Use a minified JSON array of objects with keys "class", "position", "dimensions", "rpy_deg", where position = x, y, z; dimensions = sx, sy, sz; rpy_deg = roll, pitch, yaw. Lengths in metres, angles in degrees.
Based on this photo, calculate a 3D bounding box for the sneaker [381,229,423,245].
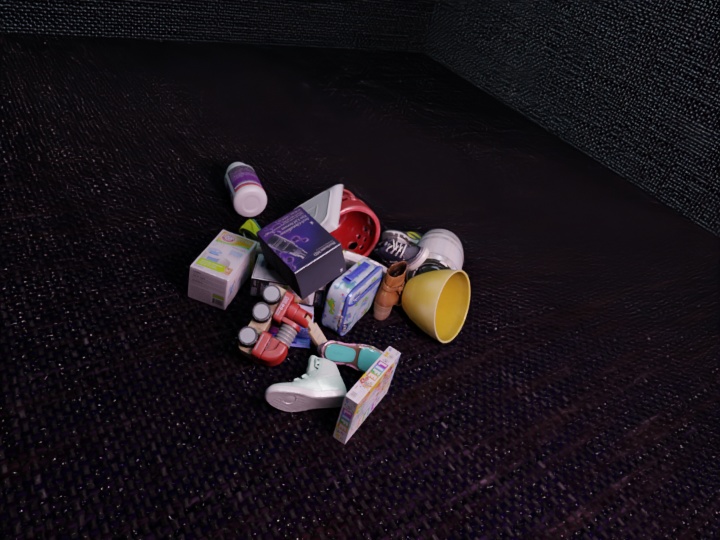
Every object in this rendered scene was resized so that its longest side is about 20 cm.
[{"class":"sneaker","position":[0.158,-0.095,1.921],"dimensions":[0.197,0.075,0.085],"rpy_deg":[17,28,-15]}]

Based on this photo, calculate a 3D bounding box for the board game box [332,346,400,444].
[{"class":"board game box","position":[0.016,0.277,1.295],"dimensions":[0.034,0.136,0.200],"rpy_deg":[28,37,18]}]

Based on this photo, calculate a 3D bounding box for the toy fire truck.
[{"class":"toy fire truck","position":[-0.174,0.160,1.391],"dimensions":[0.198,0.129,0.178],"rpy_deg":[26,66,3]}]

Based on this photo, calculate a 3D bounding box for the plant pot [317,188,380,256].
[{"class":"plant pot","position":[-0.063,-0.146,1.780],"dimensions":[0.197,0.203,0.183],"rpy_deg":[-5,35,-27]}]

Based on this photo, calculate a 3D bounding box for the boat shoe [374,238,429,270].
[{"class":"boat shoe","position":[0.113,-0.052,1.666],"dimensions":[0.092,0.199,0.075],"rpy_deg":[39,67,-17]}]

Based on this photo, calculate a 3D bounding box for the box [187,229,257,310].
[{"class":"box","position":[-0.368,-0.006,1.548],"dimensions":[0.111,0.103,0.201],"rpy_deg":[19,35,4]}]

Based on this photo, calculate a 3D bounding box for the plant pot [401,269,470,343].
[{"class":"plant pot","position":[0.199,0.084,1.608],"dimensions":[0.140,0.203,0.199],"rpy_deg":[15,29,36]}]

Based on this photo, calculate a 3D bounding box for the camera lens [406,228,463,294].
[{"class":"camera lens","position":[0.230,-0.017,1.755],"dimensions":[0.158,0.162,0.201],"rpy_deg":[20,35,5]}]

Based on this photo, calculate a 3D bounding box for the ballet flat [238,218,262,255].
[{"class":"ballet flat","position":[-0.301,-0.083,1.725],"dimensions":[0.067,0.067,0.200],"rpy_deg":[-32,52,-21]}]

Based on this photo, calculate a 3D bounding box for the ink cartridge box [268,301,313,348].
[{"class":"ink cartridge box","position":[-0.183,0.117,1.515],"dimensions":[0.117,0.042,0.202],"rpy_deg":[10,38,-9]}]

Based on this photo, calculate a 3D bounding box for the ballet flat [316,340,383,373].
[{"class":"ballet flat","position":[-0.018,0.210,1.427],"dimensions":[0.197,0.070,0.071],"rpy_deg":[16,-1,-25]}]

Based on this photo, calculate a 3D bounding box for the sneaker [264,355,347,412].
[{"class":"sneaker","position":[-0.132,0.253,1.317],"dimensions":[0.197,0.074,0.119],"rpy_deg":[8,41,-29]}]

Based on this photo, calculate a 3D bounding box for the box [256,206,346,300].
[{"class":"box","position":[-0.152,-0.048,1.483],"dimensions":[0.147,0.105,0.200],"rpy_deg":[-34,51,-21]}]

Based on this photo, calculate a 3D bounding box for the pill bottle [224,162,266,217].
[{"class":"pill bottle","position":[-0.382,-0.273,1.893],"dimensions":[0.111,0.114,0.201],"rpy_deg":[-3,40,-25]}]

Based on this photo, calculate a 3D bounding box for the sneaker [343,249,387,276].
[{"class":"sneaker","position":[0.000,0.000,1.711],"dimensions":[0.198,0.086,0.074],"rpy_deg":[22,3,-30]}]

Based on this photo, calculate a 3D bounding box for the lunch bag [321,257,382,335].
[{"class":"lunch bag","position":[-0.020,0.065,1.543],"dimensions":[0.082,0.163,0.200],"rpy_deg":[28,36,17]}]

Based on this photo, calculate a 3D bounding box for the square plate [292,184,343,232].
[{"class":"square plate","position":[-0.141,-0.155,1.681],"dimensions":[0.028,0.198,0.200],"rpy_deg":[45,33,-33]}]

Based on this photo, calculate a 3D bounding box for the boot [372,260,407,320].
[{"class":"boot","position":[0.097,0.032,1.640],"dimensions":[0.076,0.157,0.200],"rpy_deg":[28,36,17]}]

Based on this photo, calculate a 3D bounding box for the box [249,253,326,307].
[{"class":"box","position":[-0.189,0.026,1.550],"dimensions":[0.196,0.061,0.117],"rpy_deg":[11,34,-4]}]
